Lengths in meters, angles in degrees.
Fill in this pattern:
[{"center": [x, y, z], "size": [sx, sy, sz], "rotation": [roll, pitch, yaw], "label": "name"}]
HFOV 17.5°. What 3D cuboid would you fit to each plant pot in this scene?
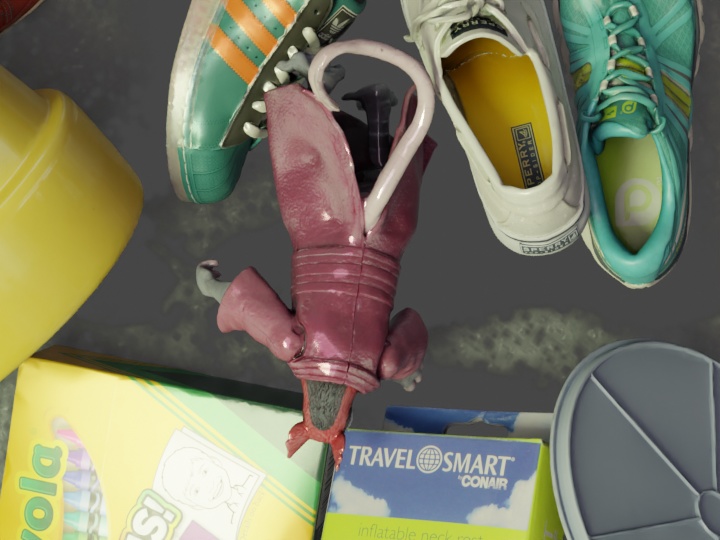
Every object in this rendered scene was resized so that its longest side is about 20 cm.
[{"center": [-0.239, -0.049, 1.155], "size": [0.200, 0.201, 0.189], "rotation": [-33, 113, 11], "label": "plant pot"}]

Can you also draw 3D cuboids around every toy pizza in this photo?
[{"center": [0.167, 0.127, 1.154], "size": [0.201, 0.200, 0.032], "rotation": [51, 132, 1], "label": "toy pizza"}]

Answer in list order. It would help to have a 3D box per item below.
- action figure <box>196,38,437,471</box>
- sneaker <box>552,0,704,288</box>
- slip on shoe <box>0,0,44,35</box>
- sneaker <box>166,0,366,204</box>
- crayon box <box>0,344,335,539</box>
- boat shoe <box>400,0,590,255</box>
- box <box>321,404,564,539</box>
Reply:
[{"center": [0.000, 0.000, 1.171], "size": [0.133, 0.149, 0.202], "rotation": [9, 78, -23], "label": "action figure"}, {"center": [0.138, -0.091, 1.180], "size": [0.077, 0.080, 0.202], "rotation": [-6, 94, 10], "label": "sneaker"}, {"center": [-0.214, -0.155, 1.239], "size": [0.200, 0.061, 0.074], "rotation": [-42, 87, 9], "label": "slip on shoe"}, {"center": [-0.043, -0.126, 1.208], "size": [0.079, 0.071, 0.202], "rotation": [17, 97, 12], "label": "sneaker"}, {"center": [-0.108, 0.155, 1.254], "size": [0.171, 0.058, 0.202], "rotation": [10, 97, 8], "label": "crayon box"}, {"center": [0.059, -0.110, 1.148], "size": [0.074, 0.086, 0.203], "rotation": [-16, 62, 5], "label": "boat shoe"}, {"center": [0.037, 0.162, 1.184], "size": [0.121, 0.048, 0.202], "rotation": [1, 72, 29], "label": "box"}]
